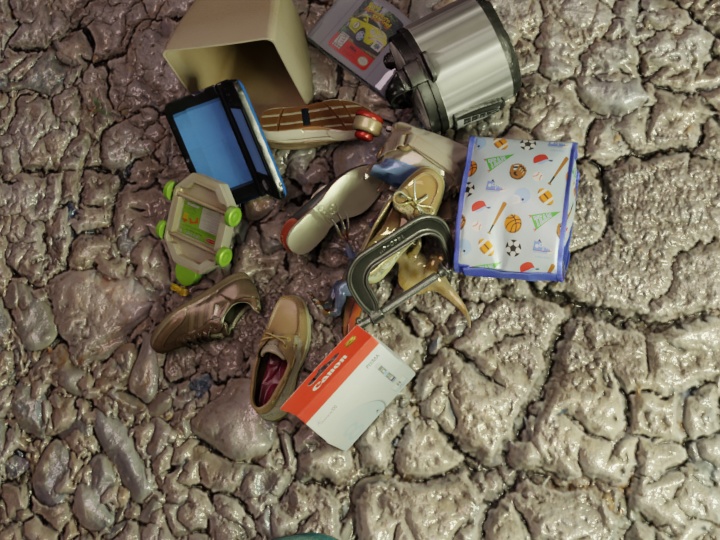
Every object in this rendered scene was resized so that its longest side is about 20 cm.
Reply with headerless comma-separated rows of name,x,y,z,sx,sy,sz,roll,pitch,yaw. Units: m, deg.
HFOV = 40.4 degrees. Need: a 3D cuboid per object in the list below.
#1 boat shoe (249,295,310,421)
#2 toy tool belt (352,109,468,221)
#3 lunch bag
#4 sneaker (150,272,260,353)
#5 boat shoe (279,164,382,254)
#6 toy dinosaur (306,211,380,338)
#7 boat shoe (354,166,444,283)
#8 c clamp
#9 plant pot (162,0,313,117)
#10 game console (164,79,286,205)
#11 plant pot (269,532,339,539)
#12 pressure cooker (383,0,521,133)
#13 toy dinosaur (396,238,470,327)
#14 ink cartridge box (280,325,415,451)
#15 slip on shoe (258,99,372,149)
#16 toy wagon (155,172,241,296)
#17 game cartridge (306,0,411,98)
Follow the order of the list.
boat shoe,-0.127,0.131,1.526,0.073,0.066,0.203,3,74,20
toy tool belt,0.066,-0.160,1.517,0.197,0.125,0.124,20,87,4
lunch bag,0.230,-0.081,1.440,0.168,0.124,0.203,4,67,18
sneaker,-0.251,0.085,1.583,0.199,0.070,0.076,-37,66,6
boat shoe,-0.049,-0.102,1.576,0.200,0.071,0.062,-42,22,-9
toy dinosaur,0.000,0.000,1.541,0.181,0.105,0.201,-35,99,-5
boat shoe,0.058,-0.065,1.446,0.073,0.063,0.201,33,92,5
c clamp,0.062,0.016,1.439,0.199,0.172,0.027,-37,31,-1
plant pot,-0.188,-0.382,1.654,0.197,0.200,0.179,-2,61,19
game console,-0.222,-0.195,1.590,0.117,0.171,0.202,-26,107,-12
plant pot,-0.102,0.460,1.345,0.197,0.188,0.203,-6,71,17
pressure cooker,0.129,-0.310,1.512,0.198,0.177,0.180,-25,46,0
toy dinosaur,0.107,-0.003,1.501,0.199,0.058,0.102,34,91,5
ink cartridge box,-0.013,0.172,1.399,0.160,0.200,0.047,-47,64,0
slip on shoe,-0.071,-0.235,1.632,0.197,0.061,0.077,-6,57,-2
toy wagon,-0.275,-0.057,1.633,0.154,0.039,0.203,23,106,30
game cartridge,0.015,-0.395,1.664,0.200,0.041,0.133,40,85,25
